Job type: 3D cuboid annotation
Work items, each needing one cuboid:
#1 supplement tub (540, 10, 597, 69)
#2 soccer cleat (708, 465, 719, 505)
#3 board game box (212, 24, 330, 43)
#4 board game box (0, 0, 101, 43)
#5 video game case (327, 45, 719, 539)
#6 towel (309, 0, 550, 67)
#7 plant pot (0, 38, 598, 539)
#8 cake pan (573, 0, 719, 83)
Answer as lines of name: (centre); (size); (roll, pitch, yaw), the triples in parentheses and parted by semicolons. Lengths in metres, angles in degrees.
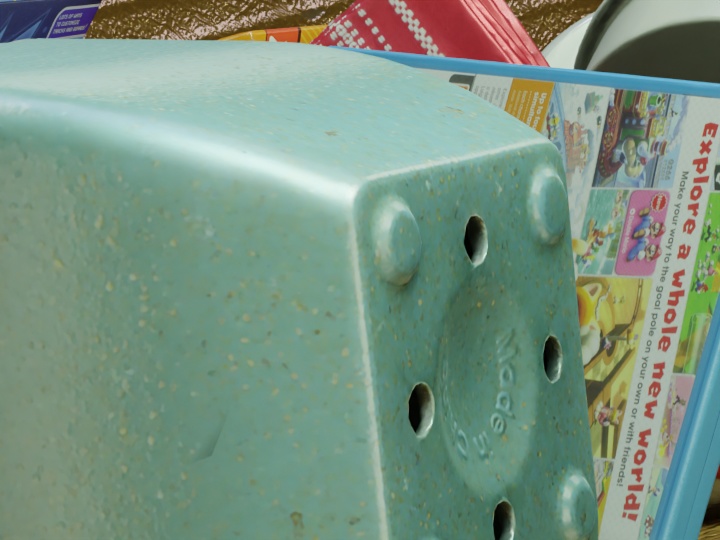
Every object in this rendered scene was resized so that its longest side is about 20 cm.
supplement tub: (0.130, -0.034, 1.082); (0.143, 0.146, 0.200); (-14, -9, 6)
soccer cleat: (0.099, 0.050, 0.855); (0.199, 0.069, 0.085); (-19, 9, 7)
board game box: (-0.062, 0.019, 1.061); (0.198, 0.202, 0.200); (-13, 1, 25)
board game box: (-0.195, -0.064, 1.081); (0.136, 0.034, 0.200); (-61, -17, 19)
video game case: (0.040, 0.006, 0.809); (0.199, 0.144, 0.018); (10, -10, 45)
towel: (0.000, 0.000, 0.913); (0.200, 0.145, 0.022); (-40, -5, 17)
plant pot: (-0.049, 0.033, 0.692); (0.199, 0.198, 0.195); (-3, 6, 30)
cake pan: (0.151, -0.020, 0.890); (0.199, 0.201, 0.037); (-13, 25, 46)
